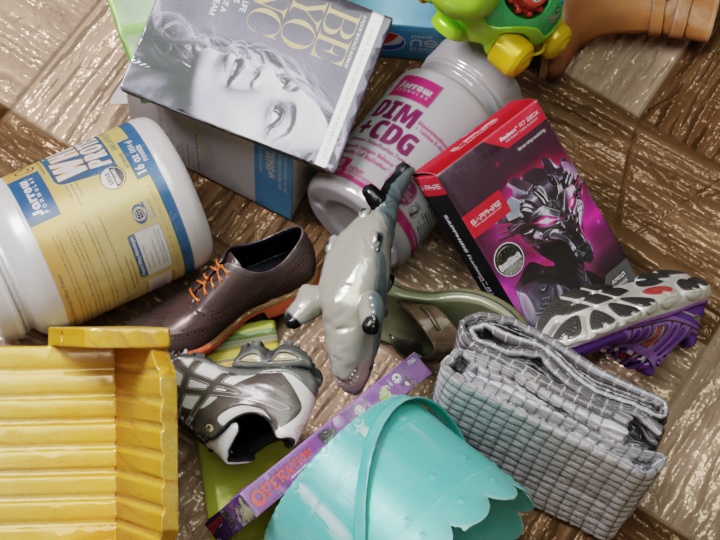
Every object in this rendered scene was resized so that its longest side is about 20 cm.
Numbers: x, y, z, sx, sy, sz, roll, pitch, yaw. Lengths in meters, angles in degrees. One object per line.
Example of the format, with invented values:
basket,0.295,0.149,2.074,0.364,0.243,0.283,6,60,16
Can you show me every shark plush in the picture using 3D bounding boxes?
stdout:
shark plush,0.000,0.000,1.596,0.090,0.083,0.201,-9,57,27

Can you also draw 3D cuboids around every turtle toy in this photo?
turtle toy,0.118,-0.255,1.680,0.146,0.101,0.200,42,35,13

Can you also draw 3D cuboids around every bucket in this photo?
bucket,0.029,0.209,1.529,0.135,0.207,0.207,41,71,19

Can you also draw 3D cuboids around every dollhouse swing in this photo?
dollhouse swing,-0.258,0.146,1.529,0.175,0.182,0.201,1,88,-24

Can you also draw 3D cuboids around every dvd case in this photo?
dvd case,-0.089,-0.187,1.629,0.199,0.016,0.149,21,79,-2

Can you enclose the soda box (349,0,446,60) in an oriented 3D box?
soda box,0.063,-0.245,1.796,0.199,0.064,0.068,5,67,-1

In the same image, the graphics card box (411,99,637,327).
graphics card box,0.148,-0.035,1.664,0.125,0.051,0.201,-36,105,-21

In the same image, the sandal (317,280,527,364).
sandal,0.052,0.054,1.655,0.200,0.080,0.057,11,39,11

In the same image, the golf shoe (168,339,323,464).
golf shoe,-0.129,0.118,1.583,0.199,0.078,0.095,-12,53,29

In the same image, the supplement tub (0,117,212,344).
supplement tub,-0.245,-0.033,1.644,0.199,0.145,0.145,-26,70,-13

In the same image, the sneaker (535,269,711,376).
sneaker,0.235,0.056,1.632,0.199,0.080,0.084,-10,108,-39

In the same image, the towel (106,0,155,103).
towel,-0.119,-0.237,1.665,0.199,0.031,0.150,-18,67,-11

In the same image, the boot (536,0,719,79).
boot,0.260,-0.244,1.809,0.155,0.077,0.201,24,60,3

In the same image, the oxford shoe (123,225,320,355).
oxford shoe,-0.130,0.018,1.657,0.199,0.073,0.071,-27,48,-19

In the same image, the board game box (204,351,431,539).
board game box,-0.036,0.149,1.572,0.200,0.120,0.032,-37,90,-27

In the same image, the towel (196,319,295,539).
towel,-0.102,0.143,1.647,0.086,0.018,0.201,-9,68,-2

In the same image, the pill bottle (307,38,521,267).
pill bottle,0.052,-0.111,1.710,0.113,0.113,0.200,35,69,12

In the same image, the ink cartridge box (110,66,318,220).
ink cartridge box,-0.120,-0.165,1.718,0.199,0.125,0.129,26,67,8

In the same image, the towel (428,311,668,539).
towel,0.159,0.127,1.586,0.199,0.166,0.086,25,62,8
